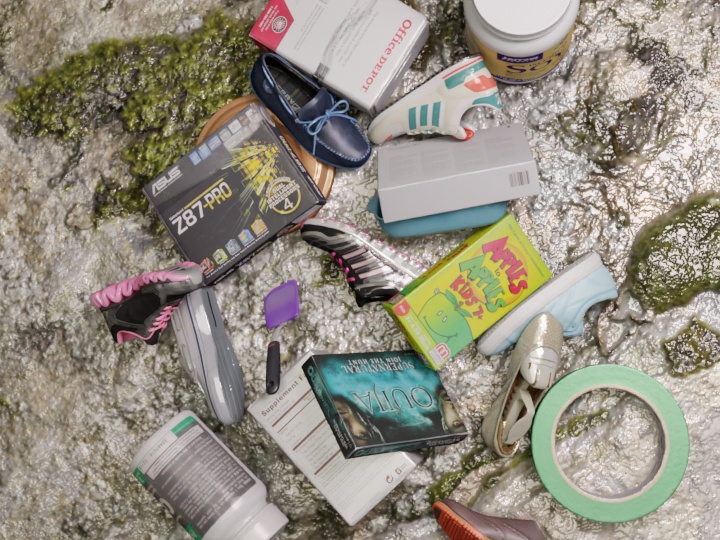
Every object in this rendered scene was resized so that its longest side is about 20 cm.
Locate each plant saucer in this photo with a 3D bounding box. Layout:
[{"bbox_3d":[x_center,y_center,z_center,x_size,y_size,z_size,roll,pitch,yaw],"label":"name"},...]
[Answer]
[{"bbox_3d":[-0.134,-0.145,1.593,0.199,0.032,0.202,-1,85,7],"label":"plant saucer"}]

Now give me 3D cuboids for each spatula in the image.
[{"bbox_3d":[-0.109,0.088,1.512,0.056,0.200,0.021,-25,123,20],"label":"spatula"}]

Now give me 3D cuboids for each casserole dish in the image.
[{"bbox_3d":[0.109,-0.086,1.523,0.199,0.121,0.039,-9,117,10],"label":"casserole dish"}]

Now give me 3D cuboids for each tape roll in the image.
[{"bbox_3d":[0.319,0.221,1.498,0.199,0.048,0.202,-1,84,7],"label":"tape roll"}]

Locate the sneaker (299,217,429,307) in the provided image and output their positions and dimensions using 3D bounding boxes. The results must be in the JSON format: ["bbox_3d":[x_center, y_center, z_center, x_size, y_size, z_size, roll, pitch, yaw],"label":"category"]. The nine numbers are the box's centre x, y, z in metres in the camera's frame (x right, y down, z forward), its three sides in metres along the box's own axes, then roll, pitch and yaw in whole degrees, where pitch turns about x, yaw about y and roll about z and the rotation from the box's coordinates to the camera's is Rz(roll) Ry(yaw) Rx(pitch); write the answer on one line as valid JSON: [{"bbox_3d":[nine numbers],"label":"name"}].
[{"bbox_3d":[0.000,0.000,1.542,0.199,0.074,0.088,27,82,4],"label":"sneaker"}]

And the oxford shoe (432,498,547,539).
[{"bbox_3d":[0.185,0.346,1.502,0.200,0.071,0.073,33,60,11],"label":"oxford shoe"}]

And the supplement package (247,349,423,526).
[{"bbox_3d":[-0.030,0.212,1.504,0.117,0.117,0.200,-43,81,3],"label":"supplement package"}]

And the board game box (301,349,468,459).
[{"bbox_3d":[0.033,0.163,1.455,0.028,0.199,0.136,-49,56,35],"label":"board game box"}]

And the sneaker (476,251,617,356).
[{"bbox_3d":[0.246,0.063,1.507,0.200,0.074,0.082,-36,88,4],"label":"sneaker"}]

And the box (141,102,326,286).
[{"bbox_3d":[-0.168,-0.100,1.549,0.200,0.049,0.162,-35,82,14],"label":"box"}]

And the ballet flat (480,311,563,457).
[{"bbox_3d":[0.215,0.150,1.480,0.067,0.062,0.201,11,112,-22],"label":"ballet flat"}]

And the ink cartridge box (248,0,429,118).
[{"bbox_3d":[-0.025,-0.318,1.570,0.200,0.083,0.146,33,89,8],"label":"ink cartridge box"}]

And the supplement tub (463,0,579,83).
[{"bbox_3d":[0.204,-0.331,1.486,0.145,0.200,0.146,-1,85,7],"label":"supplement tub"}]

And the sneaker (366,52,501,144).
[{"bbox_3d":[0.097,-0.199,1.524,0.199,0.070,0.094,-31,92,32],"label":"sneaker"}]

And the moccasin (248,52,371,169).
[{"bbox_3d":[-0.069,-0.210,1.545,0.200,0.068,0.081,36,65,2],"label":"moccasin"}]

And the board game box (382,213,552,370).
[{"bbox_3d":[0.139,0.026,1.504,0.200,0.048,0.102,-38,100,-9],"label":"board game box"}]

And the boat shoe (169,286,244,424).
[{"bbox_3d":[-0.210,0.116,1.566,0.067,0.074,0.201,-21,72,19],"label":"boat shoe"}]

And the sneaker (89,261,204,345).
[{"bbox_3d":[-0.273,0.049,1.546,0.199,0.079,0.096,-17,91,40],"label":"sneaker"}]

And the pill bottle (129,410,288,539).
[{"bbox_3d":[-0.195,0.289,1.518,0.200,0.113,0.113,44,91,9],"label":"pill bottle"}]

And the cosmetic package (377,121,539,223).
[{"bbox_3d":[0.122,-0.129,1.502,0.199,0.151,0.052,-10,117,6],"label":"cosmetic package"}]
